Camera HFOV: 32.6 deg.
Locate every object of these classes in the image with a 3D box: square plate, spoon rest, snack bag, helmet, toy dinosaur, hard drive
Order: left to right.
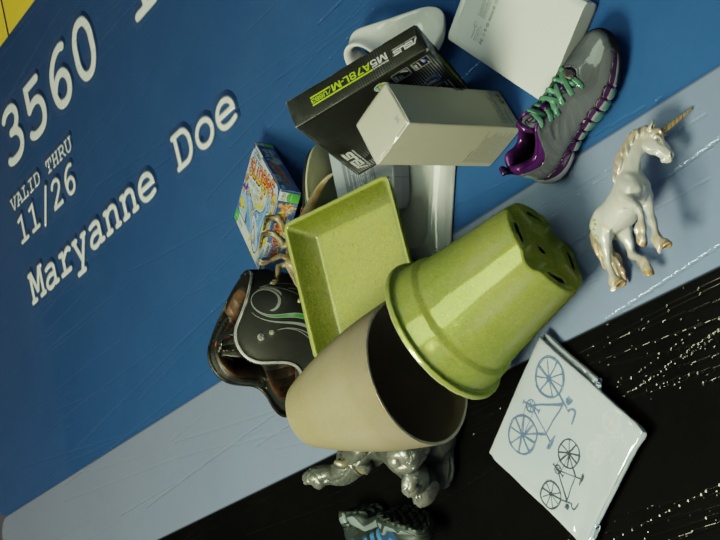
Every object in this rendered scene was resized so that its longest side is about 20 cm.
[{"bbox_3d":[-0.112,0.107,1.812,0.201,0.189,0.201,-56,18,30],"label":"helmet"},{"bbox_3d":[-0.094,-0.046,1.773,0.058,0.100,0.203,127,151,-72],"label":"toy dinosaur"},{"bbox_3d":[0.042,-0.313,1.702,0.199,0.060,0.100,-3,59,51],"label":"spoon rest"},{"bbox_3d":[0.055,-0.109,1.729,0.197,0.028,0.203,9,98,49],"label":"square plate"},{"bbox_3d":[0.199,-0.313,1.553,0.200,0.026,0.133,43,122,41],"label":"hard drive"},{"bbox_3d":[0.254,0.208,1.511,0.200,0.021,0.190,43,123,41],"label":"snack bag"}]

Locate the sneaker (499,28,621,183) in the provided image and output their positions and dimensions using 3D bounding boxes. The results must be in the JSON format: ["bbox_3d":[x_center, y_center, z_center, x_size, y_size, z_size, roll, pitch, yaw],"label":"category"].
[{"bbox_3d":[0.236,-0.192,1.455,0.074,0.087,0.202,44,123,39],"label":"sneaker"}]

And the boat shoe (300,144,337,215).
[{"bbox_3d":[-0.063,-0.085,1.833,0.063,0.073,0.204,-13,80,52],"label":"boat shoe"}]

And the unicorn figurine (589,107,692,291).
[{"bbox_3d":[0.308,-0.072,1.392,0.200,0.073,0.139,-50,45,45],"label":"unicorn figurine"}]

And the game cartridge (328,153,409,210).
[{"bbox_3d":[0.009,-0.167,1.735,0.133,0.040,0.202,-26,72,51],"label":"game cartridge"}]

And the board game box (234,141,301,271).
[{"bbox_3d":[-0.147,-0.101,1.913,0.200,0.034,0.137,-123,46,-59],"label":"board game box"}]

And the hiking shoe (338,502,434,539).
[{"bbox_3d":[0.045,0.379,1.736,0.199,0.074,0.088,-10,91,59],"label":"hiking shoe"}]

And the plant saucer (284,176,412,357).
[{"bbox_3d":[0.000,0.000,1.677,0.198,0.048,0.202,-23,75,37],"label":"plant saucer"}]

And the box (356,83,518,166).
[{"bbox_3d":[0.100,-0.180,1.541,0.082,0.198,0.069,-50,56,38],"label":"box"}]

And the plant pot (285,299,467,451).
[{"bbox_3d":[0.002,0.154,1.570,0.199,0.186,0.190,-24,73,38],"label":"plant pot"}]

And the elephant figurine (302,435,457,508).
[{"bbox_3d":[0.027,0.231,1.686,0.199,0.155,0.143,15,125,39],"label":"elephant figurine"}]

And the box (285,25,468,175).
[{"bbox_3d":[0.031,-0.213,1.575,0.192,0.200,0.048,-31,67,13],"label":"box"}]

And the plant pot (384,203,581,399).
[{"bbox_3d":[0.161,0.023,1.504,0.184,0.199,0.202,-42,60,29],"label":"plant pot"}]
